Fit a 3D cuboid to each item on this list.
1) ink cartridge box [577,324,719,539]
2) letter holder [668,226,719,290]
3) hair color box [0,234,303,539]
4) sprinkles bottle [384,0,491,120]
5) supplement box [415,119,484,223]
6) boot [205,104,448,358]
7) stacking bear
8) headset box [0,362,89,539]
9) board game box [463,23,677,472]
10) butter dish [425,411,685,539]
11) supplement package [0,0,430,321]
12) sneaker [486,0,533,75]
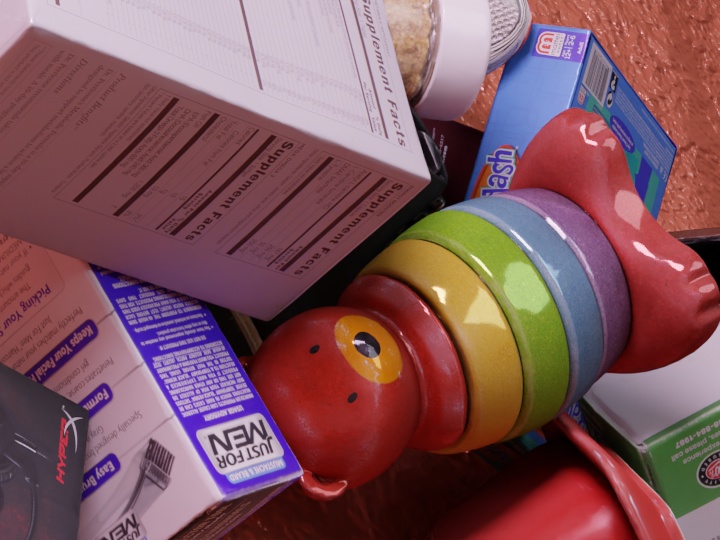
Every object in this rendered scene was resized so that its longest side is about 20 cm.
[{"bbox_3d":[0.207,0.118,1.296,0.083,0.146,0.200,44,-23,60],"label":"ink cartridge box"},{"bbox_3d":[0.211,0.096,1.385,0.142,0.100,0.201,-61,141,-55],"label":"letter holder"},{"bbox_3d":[-0.123,0.033,1.103,0.065,0.109,0.200,-11,67,-55],"label":"hair color box"},{"bbox_3d":[-0.042,-0.112,1.181,0.199,0.068,0.068,6,50,-23],"label":"sprinkles bottle"},{"bbox_3d":[-0.023,-0.061,1.316,0.200,0.109,0.061,18,84,-41],"label":"supplement box"},{"bbox_3d":[0.000,0.000,1.223,0.200,0.138,0.078,49,21,-47],"label":"boot"},{"bbox_3d":[0.037,0.030,1.144,0.200,0.114,0.122,-26,75,-33],"label":"stacking bear"},{"bbox_3d":[-0.206,0.081,0.981,0.200,0.075,0.149,32,37,-28],"label":"headset box"},{"bbox_3d":[0.096,-0.003,1.332,0.152,0.045,0.201,43,61,-59],"label":"board game box"},{"bbox_3d":[0.085,0.177,1.194,0.200,0.147,0.199,64,-2,-12],"label":"butter dish"},{"bbox_3d":[-0.087,-0.075,1.048,0.200,0.109,0.114,20,43,-38],"label":"supplement package"},{"bbox_3d":[-0.011,-0.136,1.260,0.199,0.082,0.078,11,78,-15],"label":"sneaker"}]
